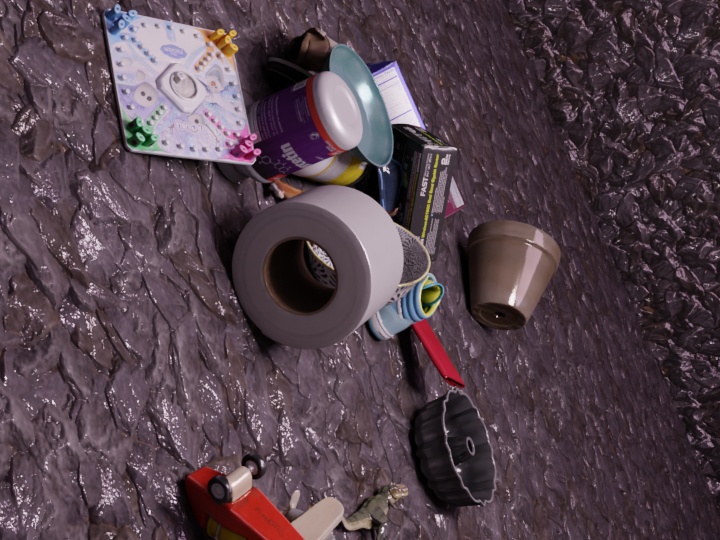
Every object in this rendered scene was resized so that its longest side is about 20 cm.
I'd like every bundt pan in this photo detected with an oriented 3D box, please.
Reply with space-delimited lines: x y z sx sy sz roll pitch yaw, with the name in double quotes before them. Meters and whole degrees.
"bundt pan" 0.153 0.304 1.900 0.202 0.076 0.202 48 32 -43

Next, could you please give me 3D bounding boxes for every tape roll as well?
"tape roll" -0.056 -0.007 1.539 0.203 0.202 0.139 68 23 -5

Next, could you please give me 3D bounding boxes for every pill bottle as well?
"pill bottle" -0.104 -0.192 1.578 0.112 0.200 0.113 46 33 -42
"pill bottle" -0.068 -0.198 1.773 0.200 0.112 0.112 10 63 -63

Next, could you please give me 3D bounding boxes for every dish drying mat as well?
"dish drying mat" 0.114 0.118 1.953 0.077 0.018 0.200 32 23 -54

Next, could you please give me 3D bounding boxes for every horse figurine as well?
"horse figurine" -0.042 -0.090 1.721 0.200 0.050 0.133 -5 42 -39

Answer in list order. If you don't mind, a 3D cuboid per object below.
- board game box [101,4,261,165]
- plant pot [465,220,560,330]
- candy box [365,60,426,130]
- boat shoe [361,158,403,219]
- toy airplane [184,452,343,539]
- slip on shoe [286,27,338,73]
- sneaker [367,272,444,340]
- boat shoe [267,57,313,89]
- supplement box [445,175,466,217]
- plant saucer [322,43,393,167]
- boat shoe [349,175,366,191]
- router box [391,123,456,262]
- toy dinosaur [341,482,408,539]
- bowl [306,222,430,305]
"board game box" -0.230 -0.242 1.477 0.200 0.026 0.201 3 68 -43
"plant pot" 0.304 0.023 2.345 0.200 0.200 0.174 46 49 -43
"candy box" 0.047 -0.269 2.024 0.200 0.077 0.169 65 -12 -15
"boat shoe" 0.011 -0.089 1.853 0.069 0.084 0.201 -8 109 -51
"toy airplane" -0.103 0.319 1.257 0.200 0.141 0.199 16 36 -23
"slip on shoe" -0.091 -0.361 1.848 0.060 0.076 0.200 15 14 -20
"sneaker" 0.078 0.015 1.898 0.080 0.130 0.200 43 34 -45
"boat shoe" -0.082 -0.280 1.862 0.200 0.076 0.060 31 83 -34
"supplement box" 0.109 -0.124 2.100 0.086 0.110 0.200 68 23 -3
"plant saucer" -0.011 -0.250 1.751 0.200 0.036 0.200 47 34 -45
"boat shoe" 0.015 -0.183 1.976 0.072 0.065 0.200 -15 81 -37
"router box" 0.088 -0.131 1.880 0.150 0.062 0.201 -133 -132 -61
"toy dinosaur" 0.025 0.364 1.620 0.088 0.047 0.200 59 22 10
"bowl" 0.000 0.000 1.746 0.201 0.200 0.094 -65 174 -58
